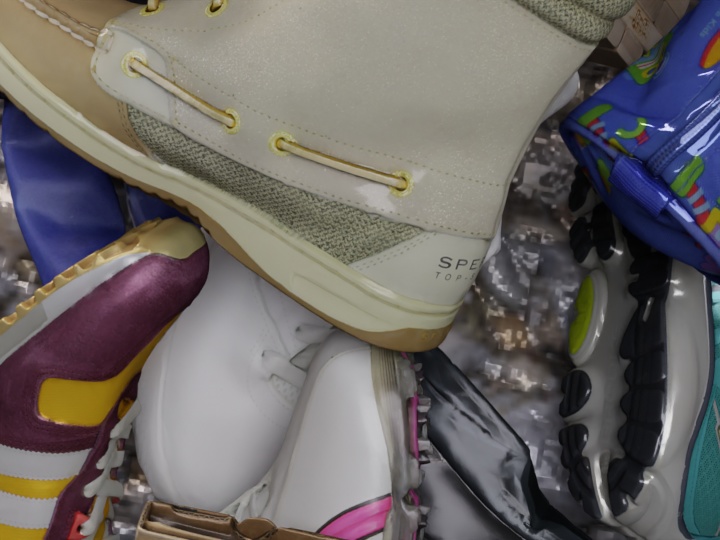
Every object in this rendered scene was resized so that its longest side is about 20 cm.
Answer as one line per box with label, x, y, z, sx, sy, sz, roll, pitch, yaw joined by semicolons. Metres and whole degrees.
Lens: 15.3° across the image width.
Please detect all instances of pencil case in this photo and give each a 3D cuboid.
pencil case;0.151;-0.090;0.867;0.078;0.087;0.200;41;93;18

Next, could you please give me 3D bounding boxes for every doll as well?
doll;-0.090;-0.079;0.944;0.136;0.048;0.200;-13;83;-19

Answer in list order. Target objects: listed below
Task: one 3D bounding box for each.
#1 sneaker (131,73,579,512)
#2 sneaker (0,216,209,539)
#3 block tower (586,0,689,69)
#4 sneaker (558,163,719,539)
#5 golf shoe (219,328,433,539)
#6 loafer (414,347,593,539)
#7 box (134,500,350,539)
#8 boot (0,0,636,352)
sneaker;0.000;0.000;0.890;0.075;0.088;0.200;35;84;-44
sneaker;-0.099;0.068;0.871;0.090;0.075;0.200;47;117;4
block tower;0.110;-0.168;0.974;0.058;0.054;0.200;17;75;32
sneaker;0.120;0.003;0.956;0.080;0.077;0.200;19;73;-32
golf shoe;-0.030;0.108;0.868;0.092;0.073;0.200;11;111;-6
loafer;0.057;0.116;0.921;0.072;0.073;0.200;-41;77;-4
box;-0.002;0.172;0.851;0.163;0.021;0.200;11;120;1
boot;-0.023;-0.089;0.821;0.200;0.072;0.155;35;112;11
